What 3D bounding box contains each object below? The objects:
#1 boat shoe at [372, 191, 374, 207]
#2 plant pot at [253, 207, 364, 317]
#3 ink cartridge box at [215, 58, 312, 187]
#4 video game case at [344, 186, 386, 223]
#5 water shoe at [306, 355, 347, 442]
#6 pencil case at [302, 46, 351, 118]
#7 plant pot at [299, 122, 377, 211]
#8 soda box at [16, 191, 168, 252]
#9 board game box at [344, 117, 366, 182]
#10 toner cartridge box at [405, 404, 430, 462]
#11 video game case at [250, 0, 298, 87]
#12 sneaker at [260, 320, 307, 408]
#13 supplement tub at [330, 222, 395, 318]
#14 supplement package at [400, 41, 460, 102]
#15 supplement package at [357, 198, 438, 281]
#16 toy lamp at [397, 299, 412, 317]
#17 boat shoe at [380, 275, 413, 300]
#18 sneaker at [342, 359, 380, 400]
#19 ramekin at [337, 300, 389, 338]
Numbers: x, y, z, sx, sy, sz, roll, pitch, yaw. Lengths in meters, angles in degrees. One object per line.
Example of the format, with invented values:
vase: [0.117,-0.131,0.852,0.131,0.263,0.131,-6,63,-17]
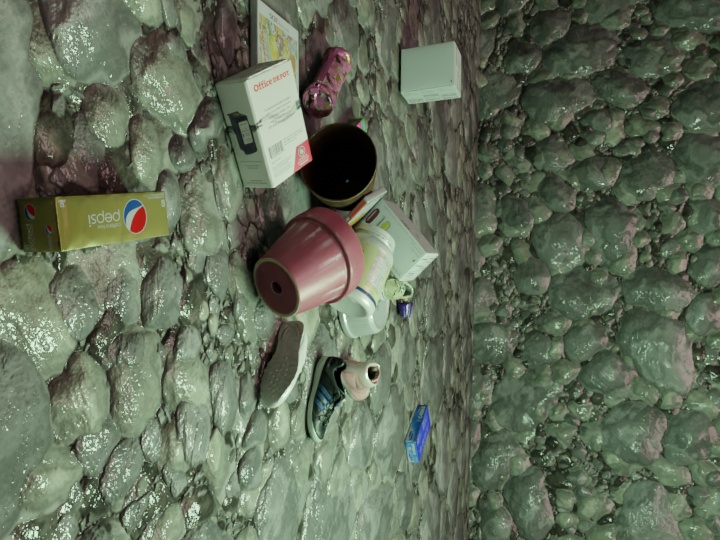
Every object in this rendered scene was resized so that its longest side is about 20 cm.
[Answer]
boat shoe: [0.030,-0.194,1.792,0.199,0.060,0.077,29,80,-66]
plant pot: [-0.116,-0.003,1.269,0.178,0.195,0.206,-36,124,-45]
ink cartridge box: [-0.181,-0.284,1.195,0.145,0.082,0.206,-45,132,-47]
video game case: [-0.025,-0.120,1.514,0.018,0.200,0.143,46,27,2]
water shoe: [-0.077,0.306,1.483,0.071,0.076,0.207,42,51,-61]
pencil case: [-0.079,-0.461,1.505,0.082,0.086,0.204,38,46,-23]
plant pot: [-0.040,-0.224,1.504,0.200,0.180,0.194,65,29,-75]
soda box: [-0.343,-0.068,0.817,0.199,0.065,0.067,-24,113,-67]
board game box: [-0.024,-0.307,1.693,0.201,0.039,0.157,-60,144,-53]
toner cartridge box: [0.213,0.597,2.277,0.201,0.042,0.098,-55,139,-57]
video game case: [-0.179,-0.439,1.318,0.181,0.022,0.208,2,88,-69]
sneaker: [-0.152,0.207,1.309,0.082,0.074,0.204,79,23,-47]
supplement tub: [0.000,0.000,1.564,0.205,0.141,0.146,-67,150,-24]
supplement package: [0.248,-0.694,2.179,0.110,0.193,0.162,17,73,-68]
supplement package: [0.106,-0.084,1.751,0.201,0.111,0.155,50,15,13]
toy lamp: [0.150,0.057,2.118,0.058,0.056,0.208,-4,90,-68]
boat shoe: [0.093,0.045,1.703,0.199,0.060,0.075,6,83,-68]
sneaker: [0.015,0.303,1.692,0.201,0.101,0.078,59,35,-54]
ramekin: [0.014,0.083,1.707,0.201,0.091,0.211,0,90,-69]
